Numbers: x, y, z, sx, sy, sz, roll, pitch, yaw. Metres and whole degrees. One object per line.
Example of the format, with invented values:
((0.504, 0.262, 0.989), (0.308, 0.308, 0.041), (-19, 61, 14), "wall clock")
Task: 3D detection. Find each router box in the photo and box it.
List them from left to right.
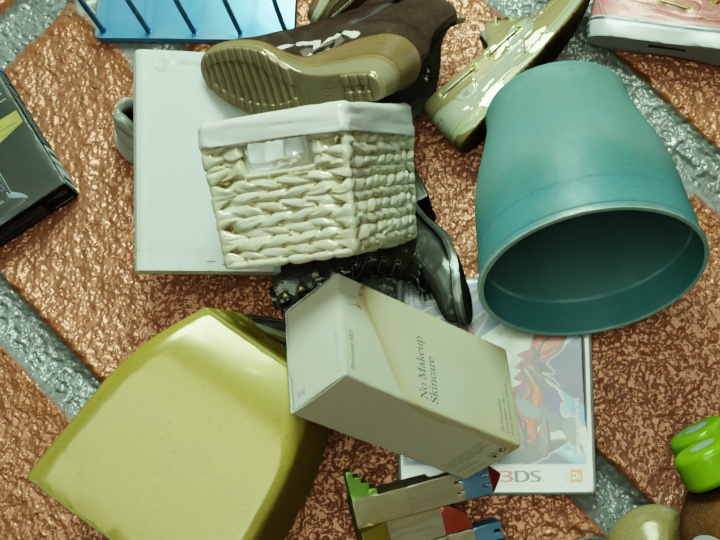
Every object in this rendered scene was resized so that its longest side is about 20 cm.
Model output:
((-0.398, -0.088, 1.408), (0.199, 0.052, 0.158), (-33, 79, -1), "router box")

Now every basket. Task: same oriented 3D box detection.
((-0.035, -0.073, 1.232), (0.135, 0.200, 0.124), (-7, 94, 19), "basket")

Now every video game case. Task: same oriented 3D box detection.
((0.124, 0.107, 1.348), (0.181, 0.023, 0.202), (-1, 80, 4), "video game case")

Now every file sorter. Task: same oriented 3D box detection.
((-0.165, -0.304, 1.393), (0.198, 0.123, 0.140), (1, 80, 5), "file sorter")

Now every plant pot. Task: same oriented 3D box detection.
((-0.129, 0.144, 1.260), (0.194, 0.195, 0.201), (33, 92, 9), "plant pot")
((0.188, -0.074, 1.288), (0.198, 0.200, 0.189), (-9, 58, 3), "plant pot")

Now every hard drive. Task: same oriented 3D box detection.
((-0.140, -0.097, 1.325), (0.131, 0.026, 0.202), (1, 83, -15), "hard drive")

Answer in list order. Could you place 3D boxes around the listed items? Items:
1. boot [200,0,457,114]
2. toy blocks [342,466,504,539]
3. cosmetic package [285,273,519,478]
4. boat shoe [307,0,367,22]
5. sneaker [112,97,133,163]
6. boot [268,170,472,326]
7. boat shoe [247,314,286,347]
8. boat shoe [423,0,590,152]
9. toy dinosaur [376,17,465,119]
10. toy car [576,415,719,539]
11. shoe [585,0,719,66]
((-0.027, -0.201, 1.321), (0.199, 0.167, 0.073), (7, 124, 24), "boot")
((0.072, 0.259, 1.297), (0.136, 0.100, 0.202), (-13, 90, -7), "toy blocks")
((0.036, 0.092, 1.223), (0.073, 0.199, 0.104), (-35, 45, 35), "cosmetic package")
((0.041, -0.291, 1.399), (0.202, 0.075, 0.075), (-43, 85, -4), "boat shoe")
((-0.142, -0.124, 1.377), (0.198, 0.087, 0.075), (5, 78, 4), "sneaker")
((0.000, 0.000, 1.345), (0.173, 0.069, 0.201), (-25, 54, 1), "boot")
((-0.028, 0.081, 1.346), (0.200, 0.072, 0.066), (17, 43, 22), "boat shoe")
((0.139, -0.205, 1.375), (0.066, 0.074, 0.200), (40, 81, 13), "boat shoe")
((0.020, -0.172, 1.390), (0.199, 0.077, 0.103), (-32, 94, -10), "toy dinosaur")
((0.264, 0.249, 1.257), (0.199, 0.158, 0.165), (-29, 89, 11), "toy car")
((0.316, -0.248, 1.369), (0.199, 0.071, 0.092), (10, 87, 11), "shoe")
